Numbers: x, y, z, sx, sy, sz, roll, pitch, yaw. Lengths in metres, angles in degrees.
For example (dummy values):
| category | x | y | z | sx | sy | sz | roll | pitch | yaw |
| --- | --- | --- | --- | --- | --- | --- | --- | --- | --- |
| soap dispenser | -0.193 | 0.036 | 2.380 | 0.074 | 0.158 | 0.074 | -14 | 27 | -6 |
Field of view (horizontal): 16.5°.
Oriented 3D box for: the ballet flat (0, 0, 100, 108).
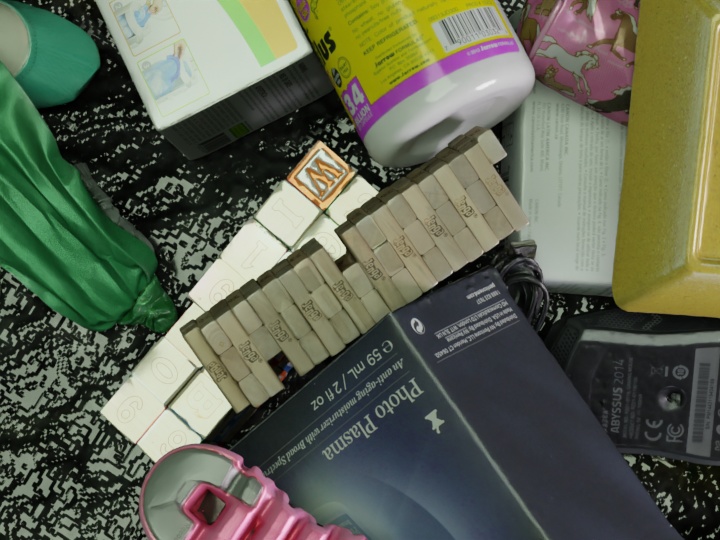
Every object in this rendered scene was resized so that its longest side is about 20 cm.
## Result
| category | x | y | z | sx | sy | sz | roll | pitch | yaw |
| --- | --- | --- | --- | --- | --- | --- | --- | --- | --- |
| ballet flat | -0.258 | -0.143 | 1.498 | 0.199 | 0.070 | 0.068 | 15 | 85 | 7 |

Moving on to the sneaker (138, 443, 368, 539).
| category | x | y | z | sx | sy | sz | roll | pitch | yaw |
| --- | --- | --- | --- | --- | --- | --- | --- | --- | --- |
| sneaker | -0.031 | 0.167 | 1.314 | 0.200 | 0.095 | 0.079 | 39 | 74 | 3 |

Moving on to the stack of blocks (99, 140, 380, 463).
| category | x | y | z | sx | sy | sz | roll | pitch | yaw |
| --- | --- | --- | --- | --- | --- | --- | --- | --- | --- |
| stack of blocks | -0.061 | 0.026 | 1.437 | 0.059 | 0.115 | 0.200 | 41 | 90 | 9 |

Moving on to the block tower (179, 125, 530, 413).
| category | x | y | z | sx | sy | sz | roll | pitch | yaw |
| --- | --- | --- | --- | --- | --- | --- | --- | --- | --- |
| block tower | 0.000 | 0.000 | 1.352 | 0.199 | 0.054 | 0.058 | -36 | 99 | -2 |

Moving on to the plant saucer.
| category | x | y | z | sx | sy | sz | roll | pitch | yaw |
| --- | --- | --- | --- | --- | --- | --- | --- | --- | --- |
| plant saucer | 0.247 | -0.066 | 1.358 | 0.198 | 0.048 | 0.202 | 4 | 98 | -7 |

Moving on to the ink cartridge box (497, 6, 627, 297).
| category | x | y | z | sx | sy | sz | roll | pitch | yaw |
| --- | --- | --- | --- | --- | --- | --- | --- | --- | --- |
| ink cartridge box | 0.183 | -0.066 | 1.467 | 0.198 | 0.057 | 0.164 | 4 | 84 | -14 |

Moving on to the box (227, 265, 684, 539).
| category | x | y | z | sx | sy | sz | roll | pitch | yaw |
| --- | --- | --- | --- | --- | --- | --- | --- | --- | --- |
| box | 0.038 | 0.141 | 1.372 | 0.200 | 0.123 | 0.199 | -41 | 80 | 33 |

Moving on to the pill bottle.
| category | x | y | z | sx | sy | sz | roll | pitch | yaw |
| --- | --- | --- | --- | --- | --- | --- | --- | --- | --- |
| pill bottle | 0.010 | -0.166 | 1.387 | 0.104 | 0.104 | 0.201 | -28 | 78 | 3 |

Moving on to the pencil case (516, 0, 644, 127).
| category | x | y | z | sx | sy | sz | roll | pitch | yaw |
| --- | --- | --- | --- | --- | --- | --- | --- | --- | --- |
| pencil case | 0.188 | -0.118 | 1.409 | 0.199 | 0.087 | 0.083 | 22 | 49 | -8 |

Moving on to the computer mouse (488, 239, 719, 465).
| category | x | y | z | sx | sy | sz | roll | pitch | yaw |
| --- | --- | --- | --- | --- | --- | --- | --- | --- | --- |
| computer mouse | 0.160 | 0.055 | 1.431 | 0.198 | 0.053 | 0.139 | 8 | 115 | 2 |

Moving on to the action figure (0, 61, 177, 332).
| category | x | y | z | sx | sy | sz | roll | pitch | yaw |
| --- | --- | --- | --- | --- | --- | --- | --- | --- | --- |
| action figure | -0.187 | -0.031 | 1.478 | 0.200 | 0.055 | 0.118 | 42 | 111 | -4 |

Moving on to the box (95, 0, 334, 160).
| category | x | y | z | sx | sy | sz | roll | pitch | yaw |
| --- | --- | --- | --- | --- | --- | --- | --- | --- | --- |
| box | -0.108 | -0.182 | 1.466 | 0.101 | 0.112 | 0.201 | -26 | 81 | 3 |
